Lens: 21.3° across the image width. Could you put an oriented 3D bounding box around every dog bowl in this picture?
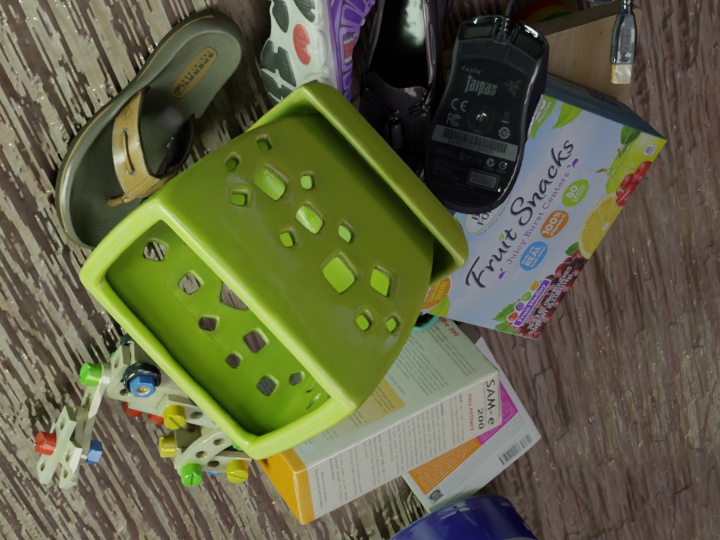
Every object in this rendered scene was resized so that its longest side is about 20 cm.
[{"bbox_3d":[0.086,0.310,1.866,0.199,0.079,0.200,-24,149,-16],"label":"dog bowl"}]

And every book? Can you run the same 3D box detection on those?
[{"bbox_3d":[0.086,0.144,1.777,0.133,0.048,0.200,-38,142,-5],"label":"book"}]

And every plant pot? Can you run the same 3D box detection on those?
[{"bbox_3d":[-0.052,-0.007,1.361,0.181,0.200,0.199,-45,-174,-29],"label":"plant pot"}]

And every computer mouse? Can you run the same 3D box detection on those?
[{"bbox_3d":[0.125,-0.135,1.374,0.046,0.140,0.201,-22,121,-75],"label":"computer mouse"}]

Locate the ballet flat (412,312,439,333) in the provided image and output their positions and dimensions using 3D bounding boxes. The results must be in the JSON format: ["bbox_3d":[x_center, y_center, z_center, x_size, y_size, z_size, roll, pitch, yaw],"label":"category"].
[{"bbox_3d":[0.000,0.000,1.549,0.070,0.068,0.200,-11,153,36],"label":"ballet flat"}]

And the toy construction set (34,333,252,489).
[{"bbox_3d":[-0.165,0.117,1.527,0.199,0.092,0.131,3,140,-39],"label":"toy construction set"}]

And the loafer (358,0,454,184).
[{"bbox_3d":[0.028,-0.152,1.394,0.063,0.072,0.201,-29,128,-65],"label":"loafer"}]

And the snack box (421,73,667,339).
[{"bbox_3d":[0.120,-0.054,1.499,0.168,0.068,0.200,15,113,-43],"label":"snack box"}]

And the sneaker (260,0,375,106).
[{"bbox_3d":[-0.020,-0.171,1.391,0.083,0.081,0.201,-32,144,-29],"label":"sneaker"}]

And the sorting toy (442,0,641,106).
[{"bbox_3d":[0.116,-0.120,1.544,0.198,0.070,0.201,-19,134,-25],"label":"sorting toy"}]

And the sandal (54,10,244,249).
[{"bbox_3d":[-0.146,-0.094,1.373,0.200,0.055,0.082,-48,139,8],"label":"sandal"}]

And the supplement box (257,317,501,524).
[{"bbox_3d":[0.004,0.113,1.620,0.199,0.126,0.074,-25,136,-18],"label":"supplement box"}]
